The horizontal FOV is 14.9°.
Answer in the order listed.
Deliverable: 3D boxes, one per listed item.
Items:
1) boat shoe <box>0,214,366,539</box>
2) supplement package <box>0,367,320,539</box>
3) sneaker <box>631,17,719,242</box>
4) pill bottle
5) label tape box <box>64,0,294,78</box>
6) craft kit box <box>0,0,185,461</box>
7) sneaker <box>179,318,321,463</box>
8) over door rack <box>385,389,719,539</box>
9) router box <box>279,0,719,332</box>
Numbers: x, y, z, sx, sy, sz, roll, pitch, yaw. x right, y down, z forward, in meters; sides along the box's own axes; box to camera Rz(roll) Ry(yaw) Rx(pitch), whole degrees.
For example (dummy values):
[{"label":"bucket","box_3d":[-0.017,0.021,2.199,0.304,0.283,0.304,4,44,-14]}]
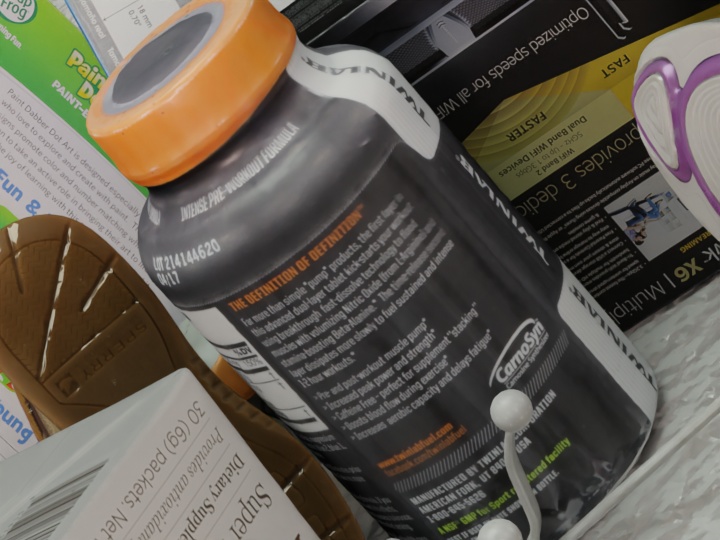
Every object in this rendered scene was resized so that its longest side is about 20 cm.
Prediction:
[{"label":"boat shoe","box_3d":[-0.061,0.072,0.908,0.072,0.200,0.072,-39,-3,-15]},{"label":"supplement package","box_3d":[-0.046,0.150,0.674,0.120,0.200,0.121,-26,18,35]},{"label":"sneaker","box_3d":[0.175,-0.040,0.812,0.199,0.075,0.099,11,24,38]},{"label":"pill bottle","box_3d":[0.000,0.000,0.897,0.106,0.200,0.106,-35,23,17]},{"label":"label tape box","box_3d":[0.000,-0.100,1.112,0.200,0.145,0.063,-30,-18,0]},{"label":"craft kit box","box_3d":[-0.145,0.004,1.140,0.198,0.200,0.048,-52,16,-25]},{"label":"sneaker","box_3d":[-0.063,0.058,1.017,0.092,0.076,0.200,-33,-2,-6]},{"label":"over door rack","box_3d":[0.078,0.083,0.791,0.200,0.067,0.148,-33,24,23]},{"label":"router box","box_3d":[0.063,-0.055,0.954,0.200,0.157,0.052,-33,23,20]}]
